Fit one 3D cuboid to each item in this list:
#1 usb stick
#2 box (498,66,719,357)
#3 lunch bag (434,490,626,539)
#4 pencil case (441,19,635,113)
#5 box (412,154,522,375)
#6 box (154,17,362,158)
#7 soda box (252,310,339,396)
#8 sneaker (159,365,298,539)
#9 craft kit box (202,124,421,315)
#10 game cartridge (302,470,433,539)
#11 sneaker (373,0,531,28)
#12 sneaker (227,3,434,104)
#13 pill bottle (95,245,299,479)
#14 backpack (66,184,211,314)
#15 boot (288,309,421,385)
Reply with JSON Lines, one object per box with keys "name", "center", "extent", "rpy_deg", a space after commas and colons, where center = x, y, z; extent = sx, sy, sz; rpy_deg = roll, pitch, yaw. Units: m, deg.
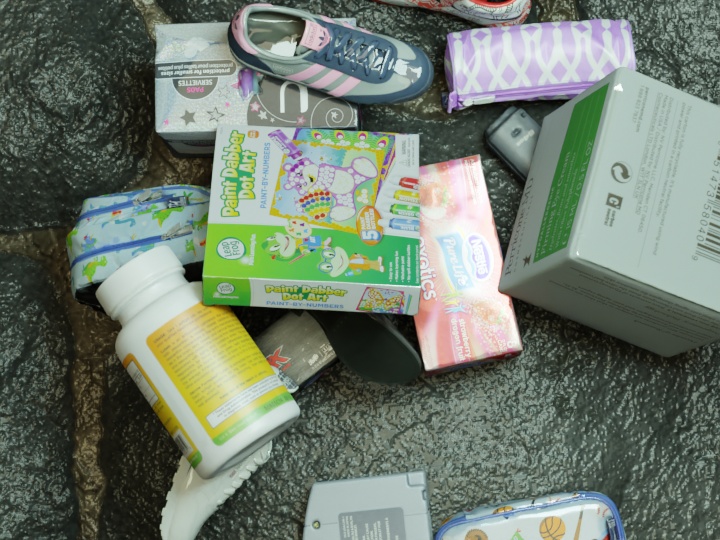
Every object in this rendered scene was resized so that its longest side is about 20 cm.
{"name": "usb stick", "center": [0.208, -0.083, 1.761], "extent": [0.055, 0.033, 0.200], "rpy_deg": [-44, 83, -2]}
{"name": "box", "center": [0.270, -0.051, 1.646], "extent": [0.200, 0.171, 0.199], "rpy_deg": [21, 72, -13]}
{"name": "lunch bag", "center": [0.176, 0.303, 1.700], "extent": [0.200, 0.076, 0.161], "rpy_deg": [-10, 85, 3]}
{"name": "pencil case", "center": [0.178, -0.205, 1.748], "extent": [0.200, 0.084, 0.086], "rpy_deg": [-6, 48, 3]}
{"name": "box", "center": [0.092, -0.003, 1.726], "extent": [0.102, 0.095, 0.200], "rpy_deg": [-11, 83, 1]}
{"name": "box", "center": [-0.099, -0.179, 1.736], "extent": [0.200, 0.132, 0.115], "rpy_deg": [-2, 82, 2]}
{"name": "soda box", "center": [-0.093, 0.102, 1.739], "extent": [0.200, 0.063, 0.071], "rpy_deg": [-37, 83, -2]}
{"name": "sneaker", "center": [-0.130, 0.181, 1.668], "extent": [0.080, 0.076, 0.200], "rpy_deg": [23, 87, -4]}
{"name": "craft kit box", "center": [-0.043, -0.050, 1.614], "extent": [0.197, 0.049, 0.200], "rpy_deg": [1, 48, -1]}
{"name": "game cartridge", "center": [0.010, 0.305, 1.723], "extent": [0.133, 0.042, 0.200], "rpy_deg": [-7, 83, 10]}
{"name": "sneaker", "center": [0.076, -0.298, 1.753], "extent": [0.201, 0.108, 0.067], "rpy_deg": [19, 85, 5]}
{"name": "sneaker", "center": [-0.028, -0.203, 1.630], "extent": [0.200, 0.082, 0.070], "rpy_deg": [10, 82, -1]}
{"name": "pill bottle", "center": [-0.154, 0.081, 1.595], "extent": [0.111, 0.111, 0.200], "rpy_deg": [-35, 82, -1]}
{"name": "backpack", "center": [-0.191, -0.016, 1.721], "extent": [0.200, 0.163, 0.154], "rpy_deg": [-23, 74, 7]}
{"name": "boot", "center": [0.000, 0.000, 1.708], "extent": [0.200, 0.174, 0.069], "rpy_deg": [43, 126, -13]}
